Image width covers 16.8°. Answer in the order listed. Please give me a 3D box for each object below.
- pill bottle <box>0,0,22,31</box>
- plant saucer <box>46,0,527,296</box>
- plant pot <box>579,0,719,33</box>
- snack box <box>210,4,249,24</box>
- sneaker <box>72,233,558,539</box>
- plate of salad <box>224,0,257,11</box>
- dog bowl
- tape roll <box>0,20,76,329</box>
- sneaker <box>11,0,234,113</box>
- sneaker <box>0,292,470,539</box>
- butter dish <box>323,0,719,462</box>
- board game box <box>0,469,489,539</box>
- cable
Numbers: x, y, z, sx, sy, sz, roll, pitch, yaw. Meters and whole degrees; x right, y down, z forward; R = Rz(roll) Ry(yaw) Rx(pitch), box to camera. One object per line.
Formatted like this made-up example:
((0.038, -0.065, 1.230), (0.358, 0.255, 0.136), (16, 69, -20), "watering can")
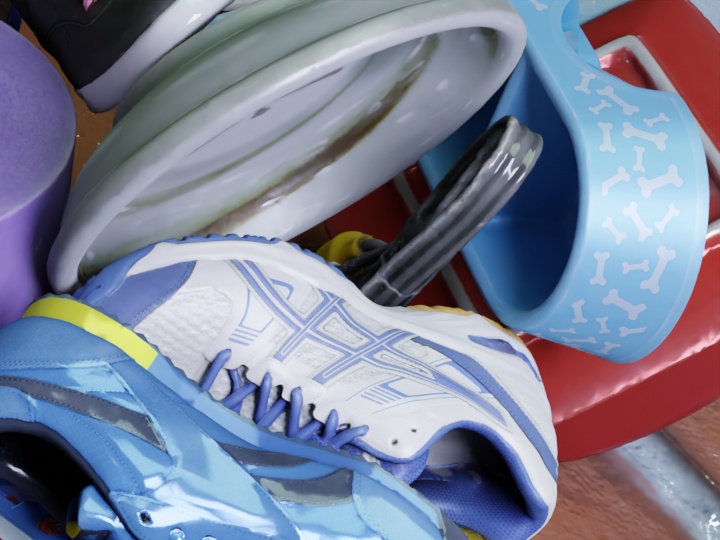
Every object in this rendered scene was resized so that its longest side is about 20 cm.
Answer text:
((-0.198, -0.143, 1.080), (0.110, 0.111, 0.201), (20, 34, -12), "pill bottle")
((-0.035, -0.057, 0.900), (0.200, 0.200, 0.050), (-18, 74, -48), "plant saucer")
((0.110, -0.141, 1.215), (0.199, 0.197, 0.196), (-6, 42, -39), "plant pot")
((-0.041, -0.071, 1.093), (0.037, 0.117, 0.200), (40, 36, 17), "snack box")
((-0.012, 0.048, 0.891), (0.199, 0.076, 0.088), (12, 37, -22), "sneaker")
((-0.055, -0.221, 1.142), (0.199, 0.201, 0.048), (32, 2, 6), "plate of salad")
((0.070, -0.051, 0.967), (0.049, 0.112, 0.201), (4, 39, -25), "dog bowl")
((-0.209, -0.030, 0.910), (0.198, 0.085, 0.201), (8, 34, -5), "tape roll")
((-0.111, -0.122, 0.944), (0.099, 0.071, 0.200), (53, -9, -16), "sneaker")
((-0.051, 0.087, 0.827), (0.199, 0.066, 0.079), (30, 45, 3), "sneaker")
((0.107, 0.007, 1.084), (0.199, 0.148, 0.200), (-27, 45, 0), "butter dish")
((-0.046, 0.115, 0.895), (0.199, 0.056, 0.196), (23, 34, -7), "board game box")
((0.000, 0.000, 0.964), (0.050, 0.200, 0.097), (38, 58, -2), "cable")
